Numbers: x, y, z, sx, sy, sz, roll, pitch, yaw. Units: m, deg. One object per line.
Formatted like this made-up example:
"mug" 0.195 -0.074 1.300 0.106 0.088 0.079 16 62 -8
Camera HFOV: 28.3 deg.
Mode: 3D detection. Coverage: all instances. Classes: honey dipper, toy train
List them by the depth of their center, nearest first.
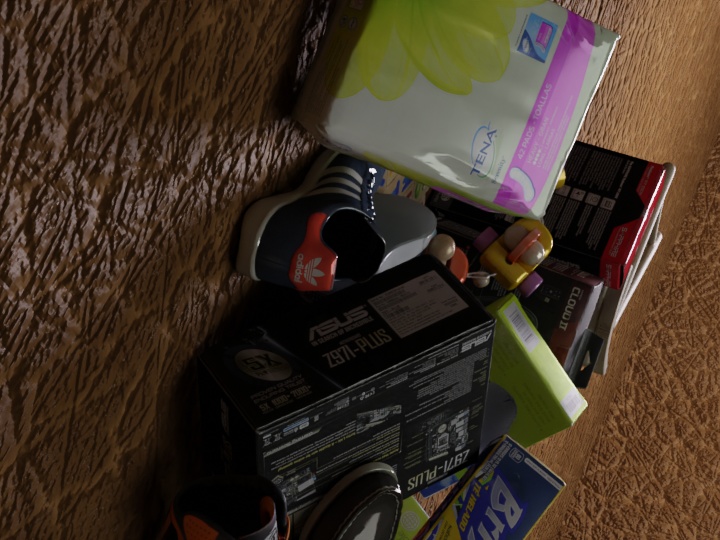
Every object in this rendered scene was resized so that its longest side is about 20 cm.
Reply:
"honey dipper" 0.053 0.059 1.220 0.038 0.038 0.201 -39 143 -59
"toy train" 0.105 -0.056 1.251 0.056 0.150 0.201 125 -15 -68

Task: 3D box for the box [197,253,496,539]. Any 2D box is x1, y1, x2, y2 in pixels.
"box" -0.010 0.102 1.044 0.200 0.086 0.164 -24 139 -23

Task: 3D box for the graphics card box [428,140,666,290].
"graphics card box" 0.179 -0.070 1.381 0.051 0.199 0.126 78 34 -58

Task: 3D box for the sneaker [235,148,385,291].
"sneaker" -0.011 -0.034 1.042 0.200 0.084 0.075 -45 149 -54

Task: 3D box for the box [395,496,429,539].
"box" 0.029 0.234 1.274 0.048 0.122 0.200 -37 171 -13

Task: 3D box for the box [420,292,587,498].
"box" 0.087 0.118 1.275 0.200 0.122 0.048 -33 -178 34

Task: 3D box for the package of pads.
"package of pads" 0.065 -0.133 1.002 0.155 0.200 0.068 -67 -155 4

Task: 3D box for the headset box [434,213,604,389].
"headset box" 0.124 0.051 1.327 0.077 0.199 0.149 -18 128 -72

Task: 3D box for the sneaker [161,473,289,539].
"sneaker" -0.054 0.212 0.943 0.078 0.200 0.112 -44 158 -40

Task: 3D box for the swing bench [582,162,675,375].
"swing bench" 0.190 -0.029 1.456 0.130 0.198 0.200 85 29 -52

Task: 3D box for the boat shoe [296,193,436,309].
"boat shoe" 0.002 0.001 1.138 0.199 0.073 0.068 -55 166 -58

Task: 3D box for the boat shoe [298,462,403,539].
"boat shoe" -0.017 0.234 1.031 0.072 0.061 0.202 15 110 -34

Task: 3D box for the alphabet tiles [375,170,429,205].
"alphabet tiles" 0.042 -0.098 1.260 0.167 0.008 0.200 -51 154 -47

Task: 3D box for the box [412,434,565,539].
"box" 0.071 0.225 1.109 0.200 0.064 0.070 -51 177 -12
